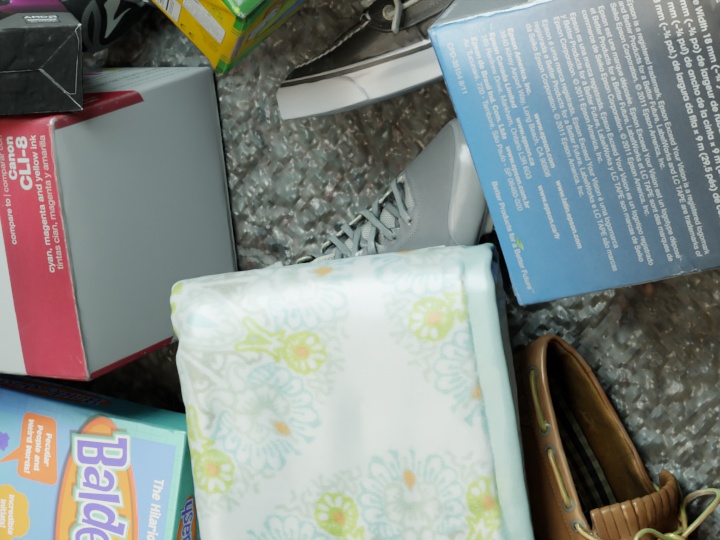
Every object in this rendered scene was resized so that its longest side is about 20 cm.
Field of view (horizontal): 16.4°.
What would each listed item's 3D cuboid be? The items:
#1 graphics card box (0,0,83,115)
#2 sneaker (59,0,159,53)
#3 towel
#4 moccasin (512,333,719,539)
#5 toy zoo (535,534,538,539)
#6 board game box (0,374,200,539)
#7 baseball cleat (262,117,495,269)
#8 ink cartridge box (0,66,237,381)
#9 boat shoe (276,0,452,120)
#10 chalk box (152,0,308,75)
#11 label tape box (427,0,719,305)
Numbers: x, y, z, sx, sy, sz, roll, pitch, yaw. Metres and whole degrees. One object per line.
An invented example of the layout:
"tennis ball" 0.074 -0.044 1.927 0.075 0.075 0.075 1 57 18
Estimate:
"graphics card box" -0.226 -0.127 1.335 0.200 0.125 0.051 -132 41 -65
"sneaker" -0.089 -0.158 1.321 0.199 0.071 0.083 -23 86 35
"towel" -0.002 0.094 1.251 0.170 0.048 0.201 -7 90 9
"moccasin" 0.135 0.125 1.268 0.078 0.073 0.202 -40 72 45
"toy zoo" 0.010 0.208 1.314 0.131 0.020 0.201 27 97 -18
"board game box" -0.186 0.140 1.412 0.199 0.045 0.153 11 99 21
"baseball cleat" 0.000 0.000 1.293 0.070 0.106 0.201 -106 34 -52
"ink cartridge box" -0.192 -0.031 1.390 0.199 0.145 0.145 2 107 34
"boat shoe" 0.037 -0.130 1.243 0.199 0.073 0.068 -19 91 35
"chalk box" -0.031 -0.213 1.196 0.124 0.200 0.124 46 168 1
"label tape box" 0.149 -0.076 1.146 0.199 0.063 0.145 -11 109 26
